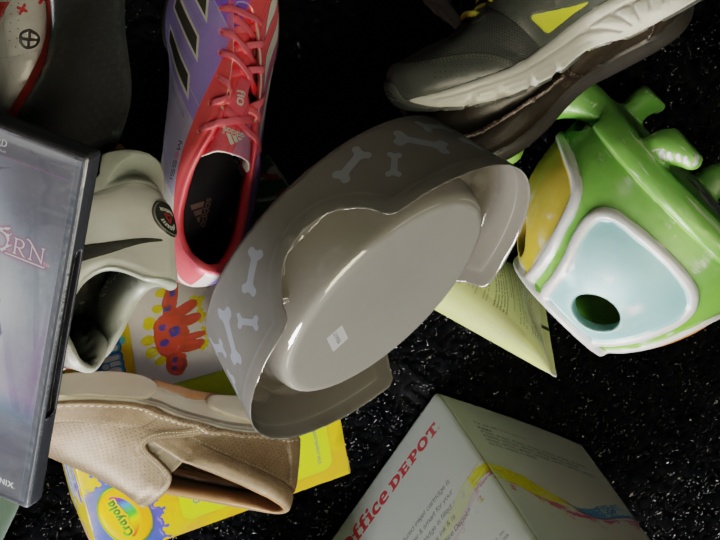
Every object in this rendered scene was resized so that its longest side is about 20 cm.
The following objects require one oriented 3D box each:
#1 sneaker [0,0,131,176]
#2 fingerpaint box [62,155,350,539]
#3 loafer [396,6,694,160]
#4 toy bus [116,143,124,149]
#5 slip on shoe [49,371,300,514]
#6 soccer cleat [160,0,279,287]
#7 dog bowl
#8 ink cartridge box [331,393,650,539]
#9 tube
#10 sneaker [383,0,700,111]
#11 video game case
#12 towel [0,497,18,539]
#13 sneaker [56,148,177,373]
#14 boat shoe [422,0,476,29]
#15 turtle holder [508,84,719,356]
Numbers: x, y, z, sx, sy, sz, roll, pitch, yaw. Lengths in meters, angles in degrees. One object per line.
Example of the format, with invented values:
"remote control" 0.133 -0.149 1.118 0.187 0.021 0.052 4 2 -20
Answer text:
"sneaker" -0.163 -0.137 1.213 0.067 0.108 0.202 -9 133 -25
"fingerpaint box" -0.105 0.053 1.393 0.166 0.073 0.201 -19 128 -12
"loafer" 0.099 -0.132 1.353 0.199 0.073 0.072 -35 145 -10
"toy bus" -0.220 -0.041 1.280 0.199 0.065 0.079 -12 126 -16
"slip on shoe" -0.122 0.099 1.316 0.199 0.061 0.076 10 156 -35
"soccer cleat" -0.073 -0.090 1.268 0.068 0.073 0.202 8 93 -21
"dog bowl" 0.000 0.000 1.282 0.200 0.059 0.200 -36 157 -18
"ink cartridge box" 0.098 0.206 1.513 0.144 0.200 0.146 21 114 -37
"tube" 0.046 -0.002 1.429 0.199 0.052 0.058 28 80 -33
"sneaker" 0.093 -0.150 1.277 0.199 0.074 0.085 -27 101 -15
"video game case" -0.212 0.008 1.204 0.142 0.019 0.201 21 117 16
"towel" -0.283 0.139 1.295 0.048 0.201 0.171 -15 129 41
"sneaker" -0.176 0.024 1.239 0.200 0.089 0.074 -35 149 26
"boat shoe" 0.036 -0.207 1.275 0.072 0.069 0.201 -24 130 -7
"turtle holder" 0.151 -0.031 1.407 0.132 0.141 0.185 -44 130 12
